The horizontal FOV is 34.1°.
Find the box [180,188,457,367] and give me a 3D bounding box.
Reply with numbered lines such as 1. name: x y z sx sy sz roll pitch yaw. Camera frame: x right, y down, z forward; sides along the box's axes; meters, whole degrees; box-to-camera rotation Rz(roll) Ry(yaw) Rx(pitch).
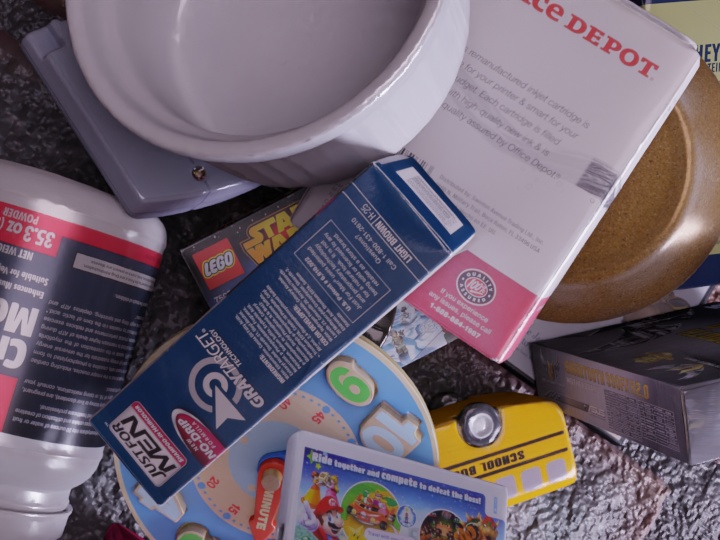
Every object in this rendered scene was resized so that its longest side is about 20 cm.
1. box: 0.000 0.000 0.781 0.200 0.040 0.137 -26 98 -1

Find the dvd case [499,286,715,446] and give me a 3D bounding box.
1. dvd case: 0.188 0.009 0.871 0.143 0.018 0.200 35 80 -13

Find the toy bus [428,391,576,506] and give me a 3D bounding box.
1. toy bus: 0.042 0.136 0.803 0.200 0.065 0.079 -16 96 -17

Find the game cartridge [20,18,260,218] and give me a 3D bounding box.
1. game cartridge: -0.083 -0.114 0.698 0.200 0.040 0.134 -32 86 -36

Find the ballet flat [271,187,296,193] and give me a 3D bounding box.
1. ballet flat: -0.088 -0.124 0.762 0.200 0.072 0.072 46 78 -12

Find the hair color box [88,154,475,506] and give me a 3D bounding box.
1. hair color box: -0.038 0.027 0.610 0.200 0.100 0.061 -42 87 14

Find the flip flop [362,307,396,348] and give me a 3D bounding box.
1. flip flop: -0.056 0.065 0.740 0.081 0.058 0.200 34 110 -11

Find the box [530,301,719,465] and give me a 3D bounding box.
1. box: 0.226 0.066 0.769 0.158 0.200 0.048 -10 97 -15

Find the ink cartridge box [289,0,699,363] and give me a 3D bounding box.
1. ink cartridge box: 0.078 -0.072 0.668 0.146 0.083 0.200 34 101 10

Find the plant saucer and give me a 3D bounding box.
1. plant saucer: 0.129 -0.066 0.718 0.200 0.035 0.201 1 94 14

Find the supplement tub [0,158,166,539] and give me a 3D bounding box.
1. supplement tub: -0.206 0.044 0.689 0.140 0.140 0.201 18 85 -16

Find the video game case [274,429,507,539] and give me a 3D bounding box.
1. video game case: 0.014 0.199 0.634 0.143 0.018 0.200 19 61 -23

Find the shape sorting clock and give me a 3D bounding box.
1. shape sorting clock: -0.052 0.117 0.709 0.199 0.039 0.201 1 113 2

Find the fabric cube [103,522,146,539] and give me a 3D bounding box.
1. fabric cube: -0.113 0.295 0.687 0.200 0.199 0.196 36 81 -14

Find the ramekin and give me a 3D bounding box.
1. ramekin: -0.039 -0.139 0.599 0.200 0.098 0.201 -4 77 16

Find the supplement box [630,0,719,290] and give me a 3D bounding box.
1. supplement box: 0.257 -0.098 0.811 0.199 0.134 0.200 -8 93 -15
